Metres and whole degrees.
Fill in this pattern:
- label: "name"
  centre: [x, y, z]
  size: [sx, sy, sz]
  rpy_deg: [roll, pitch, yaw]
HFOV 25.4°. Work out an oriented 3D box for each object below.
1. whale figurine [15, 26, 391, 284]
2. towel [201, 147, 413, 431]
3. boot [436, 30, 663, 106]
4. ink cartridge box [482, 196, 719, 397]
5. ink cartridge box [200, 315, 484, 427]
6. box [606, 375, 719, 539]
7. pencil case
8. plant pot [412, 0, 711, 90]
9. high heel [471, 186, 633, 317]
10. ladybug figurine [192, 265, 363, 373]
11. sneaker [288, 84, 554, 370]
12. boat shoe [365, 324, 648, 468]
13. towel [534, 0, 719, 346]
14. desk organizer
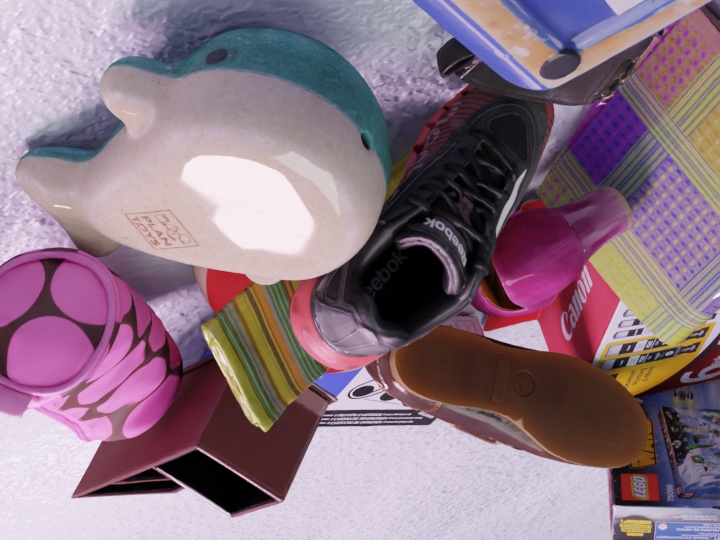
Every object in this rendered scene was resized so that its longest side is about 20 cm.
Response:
- label: "whale figurine"
  centre: [-0.077, -0.060, 0.819]
  size: [0.200, 0.104, 0.159]
  rpy_deg: [-9, 137, 33]
- label: "towel"
  centre: [0.000, 0.000, 0.910]
  size: [0.200, 0.018, 0.086]
  rpy_deg: [-41, 134, -19]
- label: "boot"
  centre: [0.156, -0.145, 0.821]
  size: [0.200, 0.069, 0.174]
  rpy_deg: [3, 150, -20]
- label: "ink cartridge box"
  centre: [0.189, 0.015, 1.105]
  size: [0.176, 0.084, 0.200]
  rpy_deg: [-12, 153, -10]
- label: "ink cartridge box"
  centre: [-0.014, 0.071, 1.134]
  size: [0.200, 0.044, 0.094]
  rpy_deg: [3, 145, -33]
- label: "box"
  centre: [0.248, 0.117, 1.173]
  size: [0.137, 0.200, 0.040]
  rpy_deg: [1, 127, 6]
- label: "pencil case"
  centre: [-0.160, 0.051, 0.918]
  size: [0.091, 0.094, 0.200]
  rpy_deg: [11, 168, 9]
- label: "plant pot"
  centre: [0.067, -0.188, 0.556]
  size: [0.200, 0.180, 0.200]
  rpy_deg: [-29, 150, 20]
- label: "high heel"
  centre: [0.087, 0.006, 0.992]
  size: [0.096, 0.067, 0.200]
  rpy_deg: [-29, -178, -24]
- label: "ladybug figurine"
  centre: [-0.028, 0.009, 0.979]
  size: [0.136, 0.072, 0.200]
  rpy_deg: [-22, 152, 10]
- label: "sneaker"
  centre: [0.047, -0.029, 0.854]
  size: [0.200, 0.071, 0.098]
  rpy_deg: [-50, -166, -14]
- label: "boat shoe"
  centre: [0.098, 0.083, 1.088]
  size: [0.200, 0.070, 0.070]
  rpy_deg: [24, 164, -17]
- label: "towel"
  centre: [0.190, -0.055, 0.921]
  size: [0.023, 0.144, 0.200]
  rpy_deg: [-25, 161, -37]
- label: "desk organizer"
  centre: [-0.106, 0.114, 1.025]
  size: [0.072, 0.077, 0.200]
  rpy_deg: [36, 149, -18]
